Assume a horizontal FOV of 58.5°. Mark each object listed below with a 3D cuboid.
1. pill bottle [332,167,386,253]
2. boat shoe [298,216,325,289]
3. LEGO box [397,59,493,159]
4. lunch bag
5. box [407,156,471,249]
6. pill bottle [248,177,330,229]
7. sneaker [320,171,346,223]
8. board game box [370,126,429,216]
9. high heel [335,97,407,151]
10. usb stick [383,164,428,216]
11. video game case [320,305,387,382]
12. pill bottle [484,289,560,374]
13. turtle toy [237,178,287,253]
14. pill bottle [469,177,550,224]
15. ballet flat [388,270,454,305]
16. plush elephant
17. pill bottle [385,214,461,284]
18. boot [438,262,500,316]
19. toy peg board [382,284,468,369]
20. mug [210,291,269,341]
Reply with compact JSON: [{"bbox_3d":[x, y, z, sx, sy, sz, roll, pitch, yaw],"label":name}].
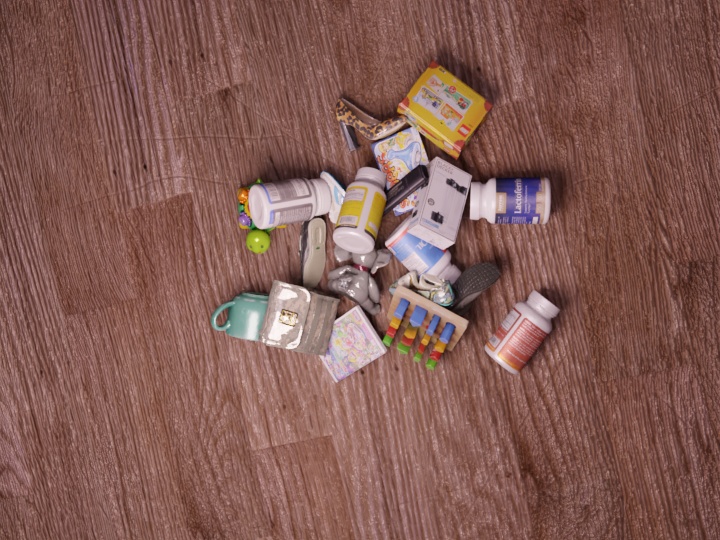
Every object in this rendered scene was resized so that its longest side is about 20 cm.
[{"bbox_3d":[0.005,-0.156,1.637,0.109,0.112,0.204,13,68,8],"label":"pill bottle"},{"bbox_3d":[-0.138,-0.047,1.770,0.067,0.071,0.205,17,106,45],"label":"boat shoe"},{"bbox_3d":[0.216,-0.411,1.651,0.199,0.077,0.150,38,84,5],"label":"LEGO box"},{"bbox_3d":[-0.167,0.125,1.693,0.116,0.198,0.168,14,88,47],"label":"lunch bag"},{"bbox_3d":[0.202,-0.171,1.634,0.115,0.060,0.204,25,67,-15],"label":"box"},{"bbox_3d":[-0.183,-0.180,1.683,0.197,0.113,0.116,-13,92,-30],"label":"pill bottle"},{"bbox_3d":[-0.057,-0.176,1.733,0.080,0.076,0.202,-34,86,12],"label":"sneaker"},{"bbox_3d":[0.122,-0.264,1.716,0.133,0.034,0.204,-21,90,10],"label":"board game box"},{"bbox_3d":[0.023,-0.412,1.686,0.197,0.071,0.145,-17,96,33],"label":"high heel"},{"bbox_3d":[0.099,-0.201,1.666,0.199,0.032,0.056,-36,54,36],"label":"usb stick"},{"bbox_3d":[-0.036,0.201,1.742,0.199,0.018,0.145,-36,87,34],"label":"video game case"},{"bbox_3d":[0.418,0.155,1.651,0.111,0.112,0.202,37,99,6],"label":"pill bottle"},{"bbox_3d":[-0.276,-0.149,1.759,0.142,0.101,0.205,-1,93,10],"label":"turtle toy"},{"bbox_3d":[0.378,-0.177,1.636,0.195,0.116,0.119,1,94,10],"label":"pill bottle"},{"bbox_3d":[0.151,0.034,1.623,0.197,0.074,0.076,9,96,37],"label":"ballet flat"},{"bbox_3d":[0.000,0.000,1.699,0.162,0.200,0.157,27,79,14],"label":"plush elephant"},{"bbox_3d":[0.167,-0.039,1.679,0.200,0.112,0.112,45,99,-5],"label":"pill bottle"},{"bbox_3d":[0.275,0.063,1.670,0.198,0.131,0.068,-34,64,3],"label":"boot"},{"bbox_3d":[0.151,0.158,1.643,0.197,0.200,0.099,27,67,7],"label":"toy peg board"},{"bbox_3d":[-0.293,0.120,1.738,0.149,0.184,0.117,9,91,27],"label":"mug"}]
